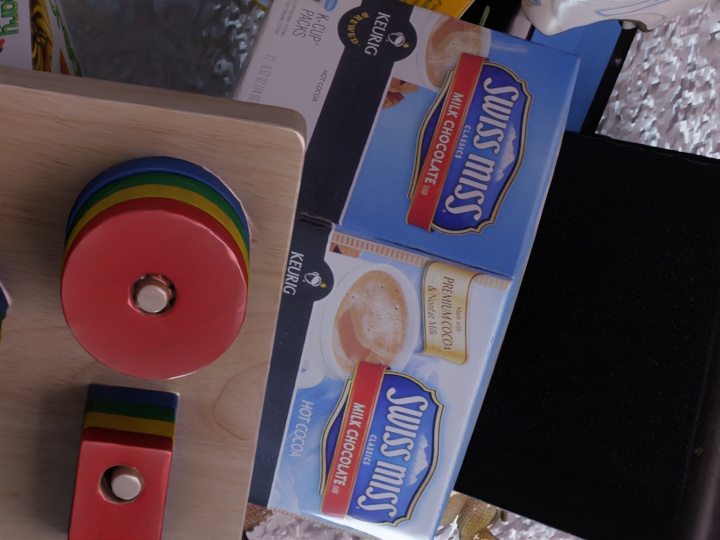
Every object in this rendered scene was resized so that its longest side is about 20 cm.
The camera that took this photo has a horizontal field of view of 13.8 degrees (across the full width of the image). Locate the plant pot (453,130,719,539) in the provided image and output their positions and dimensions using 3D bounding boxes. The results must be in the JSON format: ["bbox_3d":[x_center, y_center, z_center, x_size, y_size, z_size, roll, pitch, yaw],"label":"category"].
[{"bbox_3d":[0.163,0.036,1.393,0.200,0.199,0.178,6,97,-42],"label":"plant pot"}]

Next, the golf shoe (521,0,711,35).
[{"bbox_3d":[0.146,-0.151,1.314,0.200,0.078,0.097,-11,150,-42],"label":"golf shoe"}]

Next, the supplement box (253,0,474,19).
[{"bbox_3d":[-0.030,-0.188,1.250,0.110,0.109,0.200,-49,134,-5],"label":"supplement box"}]

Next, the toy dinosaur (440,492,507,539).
[{"bbox_3d":[0.056,0.111,1.493,0.200,0.058,0.101,-16,135,-11],"label":"toy dinosaur"}]

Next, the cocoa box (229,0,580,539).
[{"bbox_3d":[0.000,0.000,1.240,0.200,0.131,0.134,104,4,-50],"label":"cocoa box"}]

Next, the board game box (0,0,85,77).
[{"bbox_3d":[-0.127,-0.034,1.227,0.035,0.126,0.200,-10,141,3],"label":"board game box"}]

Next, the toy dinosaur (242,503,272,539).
[{"bbox_3d":[-0.096,0.076,1.375,0.200,0.086,0.136,19,142,-25],"label":"toy dinosaur"}]

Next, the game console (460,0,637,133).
[{"bbox_3d":[0.092,-0.097,1.399,0.116,0.176,0.200,18,104,-14],"label":"game console"}]

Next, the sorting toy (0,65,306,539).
[{"bbox_3d":[-0.133,0.029,1.109,0.200,0.070,0.199,8,115,-5],"label":"sorting toy"}]
